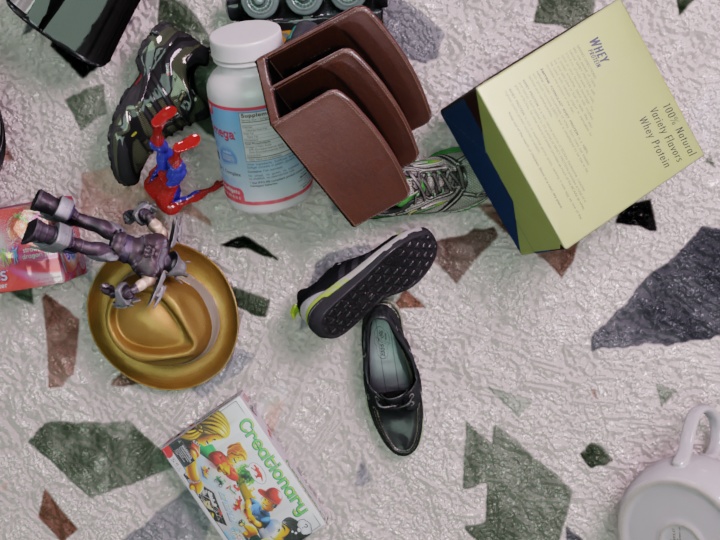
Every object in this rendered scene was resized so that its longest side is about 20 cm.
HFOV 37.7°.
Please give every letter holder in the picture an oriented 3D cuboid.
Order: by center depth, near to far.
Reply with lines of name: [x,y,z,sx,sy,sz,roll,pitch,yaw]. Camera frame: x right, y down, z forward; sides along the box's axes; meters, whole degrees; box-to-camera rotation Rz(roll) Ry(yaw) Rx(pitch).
letter holder: [0.001,-0.164,1.138,0.140,0.200,0.102,-25,52,12]

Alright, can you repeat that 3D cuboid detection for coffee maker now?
coffee maker: [-0.283,-0.340,1.214,0.191,0.135,0.201,36,104,8]

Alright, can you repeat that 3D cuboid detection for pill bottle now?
pill bottle: [-0.118,-0.177,1.216,0.107,0.109,0.203,-5,120,4]

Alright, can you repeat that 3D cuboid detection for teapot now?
teapot: [0.415,0.300,1.272,0.198,0.145,0.201,47,129,22]

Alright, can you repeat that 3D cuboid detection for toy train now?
toy train: [-0.060,-0.292,1.246,0.196,0.085,0.116,-4,107,4]

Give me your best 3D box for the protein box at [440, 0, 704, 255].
protein box: [0.235,-0.156,1.193,0.198,0.135,0.200,-32,95,-12]

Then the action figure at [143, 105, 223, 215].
action figure: [-0.204,-0.130,1.241,0.099,0.200,0.065,-36,81,-27]

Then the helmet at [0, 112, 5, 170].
helmet: [-0.511,-0.150,1.220,0.196,0.200,0.194,-6,74,4]

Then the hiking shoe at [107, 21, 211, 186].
hiking shoe: [-0.236,-0.190,1.269,0.099,0.076,0.203,21,98,3]

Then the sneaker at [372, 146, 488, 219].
sneaker: [0.076,-0.097,1.261,0.197,0.085,0.079,-14,97,4]

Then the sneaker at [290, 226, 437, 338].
sneaker: [0.000,0.000,1.285,0.199,0.083,0.072,-33,131,-14]

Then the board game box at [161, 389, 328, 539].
board game box: [-0.147,0.272,1.348,0.125,0.035,0.201,-34,95,6]

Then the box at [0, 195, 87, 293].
box: [-0.450,-0.024,1.293,0.196,0.095,0.105,-8,96,4]

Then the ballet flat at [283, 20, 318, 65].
ballet flat: [-0.019,-0.217,1.205,0.073,0.073,0.199,-46,137,7]

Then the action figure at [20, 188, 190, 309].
action figure: [-0.287,-0.031,1.227,0.198,0.069,0.132,22,60,-23]

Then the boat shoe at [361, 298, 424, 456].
boat shoe: [0.039,0.139,1.304,0.073,0.066,0.203,-4,98,3]

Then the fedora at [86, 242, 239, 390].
fedora: [-0.249,0.062,1.300,0.197,0.082,0.204,0,99,3]
